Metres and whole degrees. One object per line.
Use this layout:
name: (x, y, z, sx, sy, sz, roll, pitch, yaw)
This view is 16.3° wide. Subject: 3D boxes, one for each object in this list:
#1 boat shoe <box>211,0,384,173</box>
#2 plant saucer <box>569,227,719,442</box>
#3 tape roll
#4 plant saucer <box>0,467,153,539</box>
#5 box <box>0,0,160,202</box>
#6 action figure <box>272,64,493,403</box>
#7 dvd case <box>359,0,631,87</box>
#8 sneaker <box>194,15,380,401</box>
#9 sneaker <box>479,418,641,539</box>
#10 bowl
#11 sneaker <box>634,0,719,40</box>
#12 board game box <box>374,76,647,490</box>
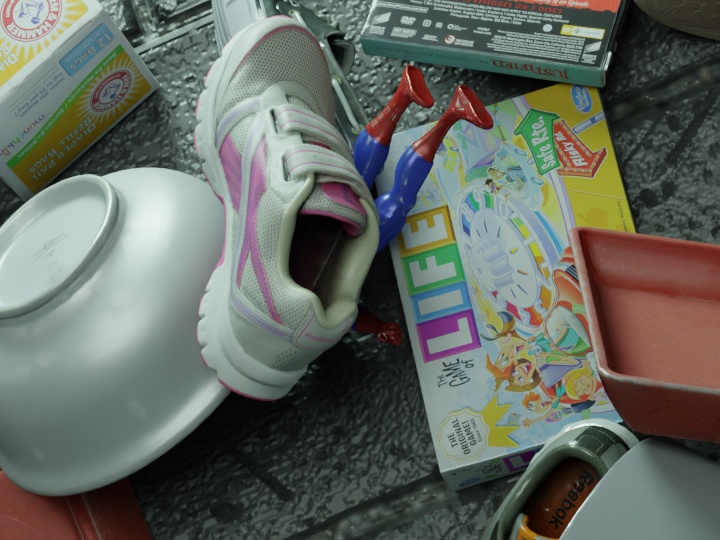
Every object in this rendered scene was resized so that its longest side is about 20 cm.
boat shoe: (-0.037, -0.112, 1.427, 0.070, 0.072, 0.201, -13, 54, -10)
plant saucer: (0.203, 0.041, 1.227, 0.198, 0.200, 0.037, 8, 110, -3)
tape roll: (0.129, 0.182, 1.191, 0.066, 0.200, 0.201, 25, 76, 22)
plant saucer: (-0.204, 0.188, 1.372, 0.199, 0.037, 0.201, -27, 63, 3)
box: (-0.227, -0.156, 1.480, 0.112, 0.101, 0.200, -40, 64, -3)
action figure: (0.000, 0.000, 1.339, 0.200, 0.065, 0.099, -53, 38, 27)
dvd case: (0.096, -0.198, 1.435, 0.145, 0.022, 0.201, 9, 62, 19)
sneaker: (-0.029, -0.039, 1.282, 0.088, 0.081, 0.202, -22, 65, 46)
sneaker: (0.076, 0.164, 1.272, 0.074, 0.079, 0.201, 27, 92, 17)
bowl: (-0.144, 0.014, 1.347, 0.200, 0.090, 0.202, -28, 35, 21)
sneaker: (0.249, -0.187, 1.375, 0.198, 0.077, 0.112, 2, 75, 11)
board game box: (0.089, 0.005, 1.366, 0.133, 0.034, 0.201, -17, 65, 9)
